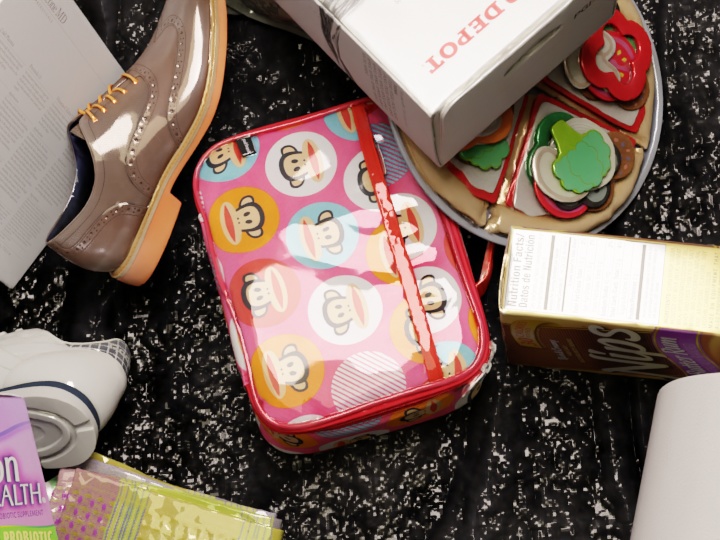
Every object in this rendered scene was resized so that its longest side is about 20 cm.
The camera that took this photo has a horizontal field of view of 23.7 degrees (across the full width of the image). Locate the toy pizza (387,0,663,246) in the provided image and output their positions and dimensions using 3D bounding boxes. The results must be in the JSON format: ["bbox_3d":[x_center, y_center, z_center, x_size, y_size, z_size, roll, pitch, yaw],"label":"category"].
[{"bbox_3d":[0.106,-0.114,1.038,0.199,0.032,0.202,3,84,-26],"label":"toy pizza"}]

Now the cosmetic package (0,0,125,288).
[{"bbox_3d":[-0.218,-0.094,1.034,0.052,0.200,0.151,35,80,22],"label":"cosmetic package"}]

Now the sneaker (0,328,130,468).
[{"bbox_3d":[-0.238,0.074,1.062,0.198,0.077,0.081,3,41,18],"label":"sneaker"}]

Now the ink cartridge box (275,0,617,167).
[{"bbox_3d":[0.030,-0.182,0.972,0.147,0.083,0.200,-40,73,-9],"label":"ink cartridge box"}]

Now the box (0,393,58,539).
[{"bbox_3d":[-0.242,0.182,0.860,0.175,0.097,0.202,-20,79,18],"label":"box"}]

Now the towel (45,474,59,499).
[{"bbox_3d":[-0.236,0.232,1.032,0.199,0.023,0.153,-29,73,-3],"label":"towel"}]

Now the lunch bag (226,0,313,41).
[{"bbox_3d":[-0.029,-0.241,1.100,0.199,0.118,0.165,22,78,7],"label":"lunch bag"}]

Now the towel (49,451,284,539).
[{"bbox_3d":[-0.135,0.217,1.001,0.142,0.023,0.202,14,78,10],"label":"towel"}]

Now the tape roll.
[{"bbox_3d":[0.243,0.150,0.905,0.201,0.203,0.140,11,75,10],"label":"tape roll"}]

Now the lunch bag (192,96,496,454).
[{"bbox_3d":[0.000,0.000,1.047,0.175,0.082,0.202,-16,71,-3],"label":"lunch bag"}]

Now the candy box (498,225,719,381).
[{"bbox_3d":[0.182,0.026,0.994,0.198,0.117,0.057,7,74,10],"label":"candy box"}]

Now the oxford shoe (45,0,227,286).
[{"bbox_3d":[-0.136,-0.095,1.049,0.072,0.071,0.202,18,88,-25],"label":"oxford shoe"}]
